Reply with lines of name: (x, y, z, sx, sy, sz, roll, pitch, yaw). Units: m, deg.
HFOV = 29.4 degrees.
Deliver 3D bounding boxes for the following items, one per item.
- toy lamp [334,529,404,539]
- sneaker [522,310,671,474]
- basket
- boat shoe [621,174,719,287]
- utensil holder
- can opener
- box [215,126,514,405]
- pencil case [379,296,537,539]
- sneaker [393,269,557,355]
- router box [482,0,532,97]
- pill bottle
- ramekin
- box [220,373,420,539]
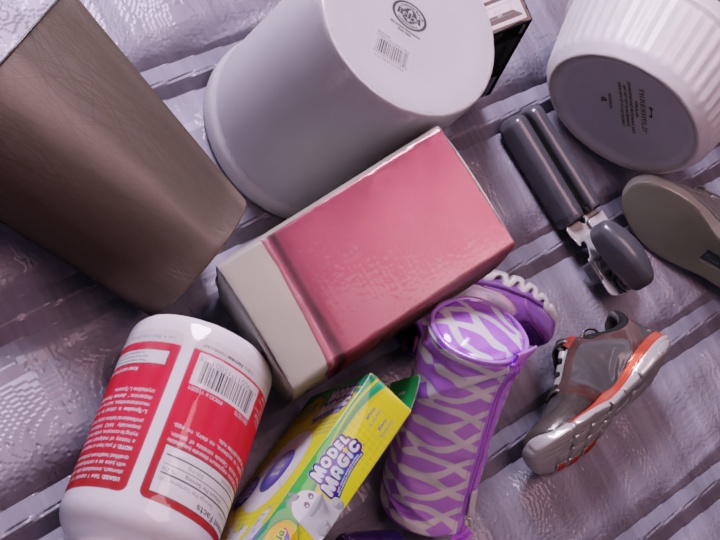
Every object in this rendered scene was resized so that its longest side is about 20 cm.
toy lamp: (0.067, 0.242, 1.079, 0.198, 0.058, 0.059, 16, 63, -26)
sneaker: (0.193, 0.104, 1.220, 0.082, 0.078, 0.199, 39, 50, 21)
basket: (-0.191, -0.075, 1.002, 0.200, 0.136, 0.181, 41, 57, -16)
boat shoe: (0.339, -0.043, 1.365, 0.200, 0.070, 0.072, 32, 40, -17)
utensil holder: (-0.010, -0.154, 1.101, 0.168, 0.200, 0.172, 13, 64, -27)
can opener: (0.209, -0.069, 1.286, 0.053, 0.067, 0.201, -31, 89, -37)
box: (0.000, 0.000, 1.041, 0.199, 0.128, 0.110, -33, 84, -10)
pencil case: (0.070, 0.118, 1.048, 0.083, 0.202, 0.085, -20, 46, -36)
sneaker: (0.072, 0.037, 1.157, 0.198, 0.080, 0.090, 19, 66, -18)
router box: (0.078, -0.244, 1.193, 0.052, 0.200, 0.159, -21, 83, -8)
pill bottle: (-0.141, 0.142, 0.954, 0.112, 0.112, 0.202, 30, 58, -19)
ramekin: (0.266, -0.179, 1.294, 0.202, 0.202, 0.095, 41, 66, -12)
box: (-0.039, 0.151, 0.996, 0.048, 0.117, 0.200, 44, 62, -9)
